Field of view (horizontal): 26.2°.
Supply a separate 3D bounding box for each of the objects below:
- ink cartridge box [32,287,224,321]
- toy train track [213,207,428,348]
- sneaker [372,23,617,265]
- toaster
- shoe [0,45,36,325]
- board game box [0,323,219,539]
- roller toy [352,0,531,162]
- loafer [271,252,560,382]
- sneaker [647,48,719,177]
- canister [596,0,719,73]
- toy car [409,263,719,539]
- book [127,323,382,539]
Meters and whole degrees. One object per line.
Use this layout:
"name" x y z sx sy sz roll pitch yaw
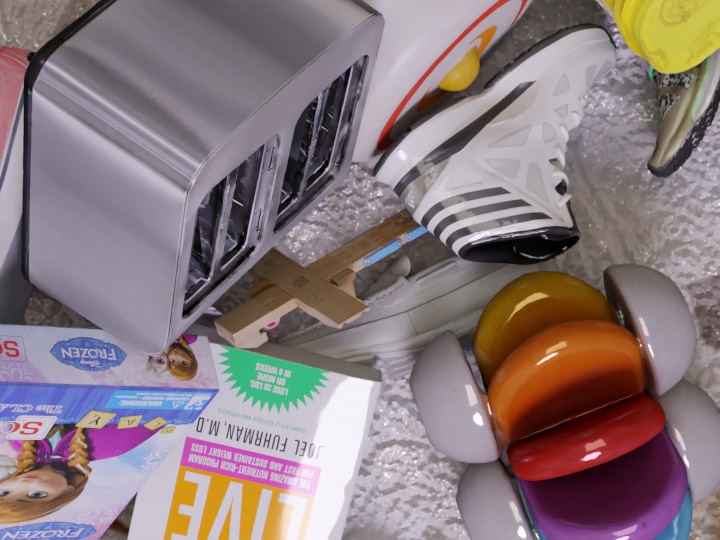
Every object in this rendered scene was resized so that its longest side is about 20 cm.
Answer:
"ink cartridge box" -0.179 -0.015 0.986 0.198 0.116 0.068 8 84 2
"toy train track" 0.000 0.000 0.963 0.199 0.114 0.033 -31 126 -23
"sneaker" 0.112 -0.069 0.973 0.200 0.076 0.116 -34 80 -28
"toaster" -0.089 -0.080 0.841 0.118 0.201 0.181 33 51 14
"shoe" -0.234 -0.038 0.899 0.090 0.071 0.202 12 80 5
"board game box" -0.212 0.102 0.890 0.199 0.200 0.041 5 53 -33
"roller toy" 0.020 -0.165 0.958 0.140 0.200 0.183 45 99 6
"loafer" 0.032 0.025 1.000 0.199 0.070 0.070 -18 69 -1
"sneaker" 0.200 -0.158 1.010 0.088 0.077 0.201 12 78 14
"canister" 0.177 -0.238 0.963 0.148 0.087 0.200 -39 54 4
"toy car" 0.136 0.105 0.923 0.174 0.150 0.201 -22 114 -1
"book" -0.073 0.144 0.973 0.133 0.048 0.201 13 104 -1
